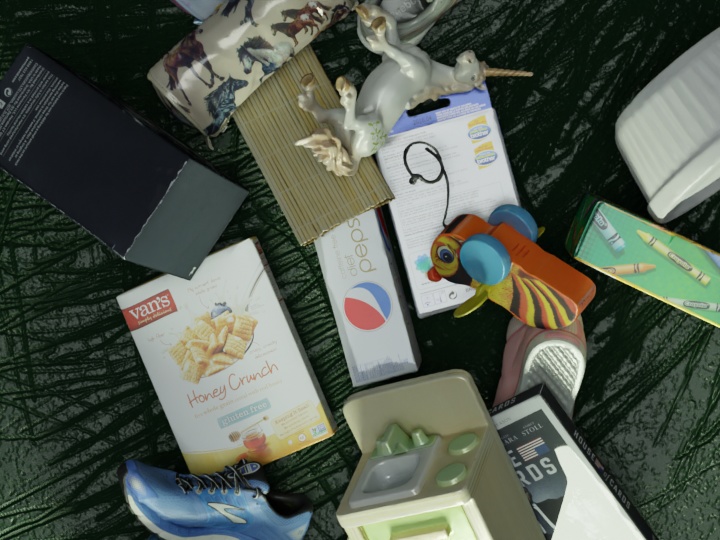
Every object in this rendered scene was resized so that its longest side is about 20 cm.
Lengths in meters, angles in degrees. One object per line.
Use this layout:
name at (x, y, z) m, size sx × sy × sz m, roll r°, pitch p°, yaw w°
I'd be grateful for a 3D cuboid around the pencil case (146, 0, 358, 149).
pencil case at (-0.095, -0.206, 1.643) m, size 0.200 × 0.078 × 0.090 m, roll -42°, pitch 125°, yaw -5°

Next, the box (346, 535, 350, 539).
box at (0.013, 0.230, 1.703) m, size 0.038 × 0.041 × 0.202 m, roll 16°, pitch 96°, yaw 3°

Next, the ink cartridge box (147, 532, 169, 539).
ink cartridge box at (-0.136, 0.346, 1.671) m, size 0.199 × 0.145 × 0.148 m, roll 31°, pitch 95°, yaw 1°

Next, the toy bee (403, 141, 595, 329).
toy bee at (0.111, -0.015, 1.615) m, size 0.130 × 0.109 × 0.201 m, roll -19°, pitch 67°, yaw -33°

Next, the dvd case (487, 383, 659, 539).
dvd case at (0.160, 0.211, 1.650) m, size 0.150 × 0.025 × 0.200 m, roll -29°, pitch 107°, yaw 29°

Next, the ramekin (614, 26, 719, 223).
ramekin at (0.310, -0.138, 1.579) m, size 0.202 × 0.202 × 0.094 m, roll -39°, pitch 79°, yaw 6°

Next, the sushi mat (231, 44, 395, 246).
sushi mat at (-0.052, -0.120, 1.646) m, size 0.095 × 0.012 × 0.201 m, roll -29°, pitch 63°, yaw 1°

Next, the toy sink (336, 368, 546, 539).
toy sink at (0.063, 0.208, 1.599) m, size 0.130 × 0.112 × 0.201 m, roll -15°, pitch 113°, yaw 24°

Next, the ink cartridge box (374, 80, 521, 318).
ink cartridge box at (0.084, -0.069, 1.674) m, size 0.118 × 0.042 × 0.202 m, roll -15°, pitch 96°, yaw 4°

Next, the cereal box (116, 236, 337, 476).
cereal box at (-0.125, 0.086, 1.703) m, size 0.143 × 0.040 × 0.201 m, roll -24°, pitch 93°, yaw 7°

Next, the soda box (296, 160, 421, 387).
soda box at (0.000, 0.000, 1.672) m, size 0.063 × 0.068 × 0.202 m, roll -14°, pitch 93°, yaw 7°

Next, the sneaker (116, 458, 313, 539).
sneaker at (-0.131, 0.204, 1.663) m, size 0.199 × 0.079 × 0.089 m, roll 21°, pitch 110°, yaw -30°

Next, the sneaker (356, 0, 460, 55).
sneaker at (0.077, -0.270, 1.633) m, size 0.076 × 0.092 × 0.200 m, roll 44°, pitch 96°, yaw 0°

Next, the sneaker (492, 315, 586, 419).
sneaker at (0.159, 0.111, 1.674) m, size 0.075 × 0.105 × 0.201 m, roll 14°, pitch 125°, yaw -5°

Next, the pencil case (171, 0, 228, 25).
pencil case at (-0.110, -0.321, 1.650) m, size 0.091 × 0.083 × 0.200 m, roll 37°, pitch 97°, yaw -29°

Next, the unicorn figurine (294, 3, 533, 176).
unicorn figurine at (0.030, -0.163, 1.594) m, size 0.200 × 0.074 × 0.137 m, roll -41°, pitch 134°, yaw 2°

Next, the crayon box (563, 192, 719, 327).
crayon box at (0.284, 0.000, 1.620) m, size 0.199 × 0.119 × 0.059 m, roll 25°, pitch 96°, yaw -1°

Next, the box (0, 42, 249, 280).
box at (-0.218, -0.091, 1.601) m, size 0.182 × 0.200 × 0.104 m, roll 36°, pitch 92°, yaw 12°
